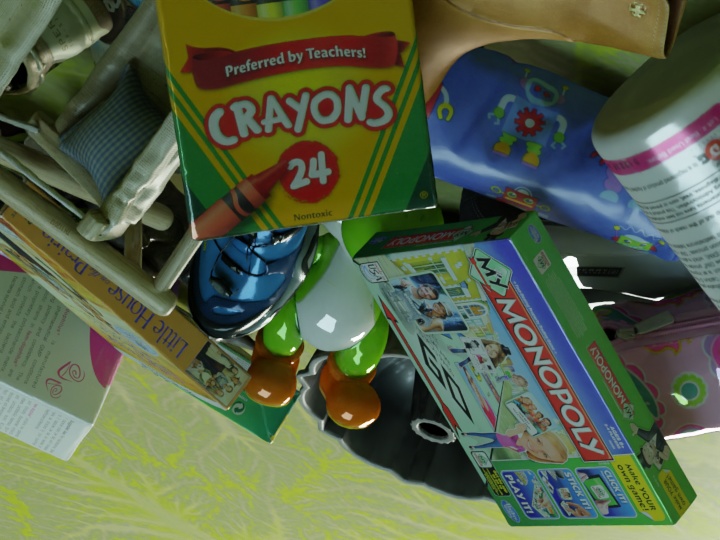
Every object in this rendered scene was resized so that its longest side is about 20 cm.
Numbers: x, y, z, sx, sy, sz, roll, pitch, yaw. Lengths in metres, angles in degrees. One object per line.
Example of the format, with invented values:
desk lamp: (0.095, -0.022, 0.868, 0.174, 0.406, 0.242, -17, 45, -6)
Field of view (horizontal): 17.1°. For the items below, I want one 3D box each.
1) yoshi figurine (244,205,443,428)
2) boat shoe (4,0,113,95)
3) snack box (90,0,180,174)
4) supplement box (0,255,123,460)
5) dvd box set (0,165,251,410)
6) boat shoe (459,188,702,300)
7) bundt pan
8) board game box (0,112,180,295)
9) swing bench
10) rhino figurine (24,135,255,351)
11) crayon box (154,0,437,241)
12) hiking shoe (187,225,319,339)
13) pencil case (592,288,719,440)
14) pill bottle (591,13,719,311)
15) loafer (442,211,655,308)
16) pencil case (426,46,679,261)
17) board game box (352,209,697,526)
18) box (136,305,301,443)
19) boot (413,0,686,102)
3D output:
yoshi figurine: (-0.003, 0.007, 1.459, 0.112, 0.112, 0.201, 37, 123, 27)
boat shoe: (-0.211, -0.139, 1.427, 0.073, 0.063, 0.200, 50, 159, -11)
snack box: (-0.103, -0.121, 1.450, 0.115, 0.037, 0.200, 16, 152, 13)
supplement box: (-0.282, 0.048, 1.811, 0.199, 0.102, 0.103, 26, 153, -7)
dvd box set: (-0.169, 0.001, 1.430, 0.200, 0.029, 0.146, 44, 168, -33)
boat shoe: (0.149, -0.025, 1.404, 0.198, 0.067, 0.070, 1, 154, -13)
bundt pan: (0.060, 0.079, 1.648, 0.200, 0.076, 0.202, 17, 153, 9)
board game box: (-0.207, -0.042, 1.584, 0.199, 0.120, 0.032, 30, 115, -15)
swing bench: (-0.134, -0.122, 1.265, 0.199, 0.130, 0.199, 30, 109, -18)
rhino figurine: (-0.130, -0.020, 1.553, 0.200, 0.087, 0.060, 44, 121, 8)
crayon box: (-0.036, -0.123, 1.176, 0.126, 0.051, 0.202, -9, 109, -1)
hiking shoe: (-0.056, -0.051, 1.378, 0.074, 0.201, 0.087, 32, -166, 21)
pencil case: (0.227, 0.045, 1.394, 0.198, 0.088, 0.088, -10, 145, 10)
pill bottle: (0.220, -0.027, 1.249, 0.200, 0.113, 0.113, 51, 145, -14)
loafer: (0.103, 0.011, 1.502, 0.199, 0.071, 0.068, 8, 152, 24)
pencil case: (0.101, -0.074, 1.337, 0.199, 0.087, 0.078, 20, 164, 1)
board game box: (0.093, 0.060, 1.367, 0.134, 0.029, 0.201, -7, 121, 50)
box: (-0.123, 0.058, 1.709, 0.117, 0.049, 0.200, 33, 176, -20)
boot: (0.088, -0.132, 1.210, 0.143, 0.071, 0.202, 26, 132, 13)
